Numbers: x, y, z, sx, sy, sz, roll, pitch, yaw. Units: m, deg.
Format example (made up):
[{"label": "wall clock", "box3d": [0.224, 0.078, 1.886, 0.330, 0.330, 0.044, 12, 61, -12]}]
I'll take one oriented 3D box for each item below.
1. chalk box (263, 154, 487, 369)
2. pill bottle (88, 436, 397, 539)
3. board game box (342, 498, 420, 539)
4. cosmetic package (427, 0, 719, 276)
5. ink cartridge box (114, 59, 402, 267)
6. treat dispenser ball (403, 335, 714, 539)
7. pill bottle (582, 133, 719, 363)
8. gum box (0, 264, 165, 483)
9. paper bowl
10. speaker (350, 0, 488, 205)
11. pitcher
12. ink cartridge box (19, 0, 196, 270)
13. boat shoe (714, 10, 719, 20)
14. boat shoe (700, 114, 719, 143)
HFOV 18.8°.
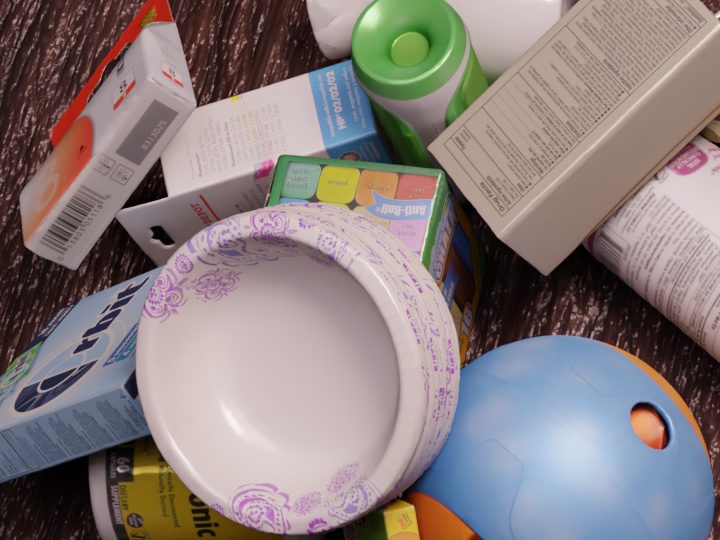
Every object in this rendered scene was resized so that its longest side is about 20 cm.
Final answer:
[{"label": "chalk box", "box3d": [0.000, 0.000, 1.494, 0.124, 0.200, 0.125, 8, 70, 17]}, {"label": "pill bottle", "box3d": [-0.079, 0.138, 1.507, 0.199, 0.111, 0.112, -5, 67, 12]}, {"label": "board game box", "box3d": [0.026, 0.245, 1.408, 0.030, 0.095, 0.201, -9, 95, -18]}, {"label": "cosmetic package", "box3d": [0.155, -0.106, 1.448, 0.200, 0.073, 0.104, -44, 51, 10]}, {"label": "ink cartridge box", "box3d": [-0.076, -0.075, 1.592, 0.199, 0.115, 0.068, -17, 65, 7]}, {"label": "treat dispenser ball", "box3d": [0.127, 0.142, 1.402, 0.200, 0.201, 0.202, -5, 67, 12]}, {"label": "pill bottle", "box3d": [0.256, -0.001, 1.477, 0.113, 0.113, 0.200, -45, 65, -6]}, {"label": "gum box", "box3d": [-0.177, 0.066, 1.505, 0.199, 0.045, 0.170, -20, 24, 39]}, {"label": "paper bowl", "box3d": [-0.032, 0.058, 1.361, 0.200, 0.104, 0.202, 4, 99, 26]}, {"label": "speaker", "box3d": [0.052, -0.118, 1.529, 0.088, 0.200, 0.089, -5, 67, 13]}, {"label": "pitcher", "box3d": [0.084, -0.219, 1.620, 0.199, 0.121, 0.172, 9, 55, 30]}, {"label": "ink cartridge box", "box3d": [-0.193, -0.118, 1.596, 0.162, 0.050, 0.200, -51, 32, 20]}, {"label": "boat shoe", "box3d": [0.252, -0.153, 1.555, 0.202, 0.086, 0.075, -35, 64, -2]}, {"label": "boat shoe", "box3d": [0.318, -0.144, 1.509, 0.200, 0.066, 0.072, -19, 69, -23]}]
